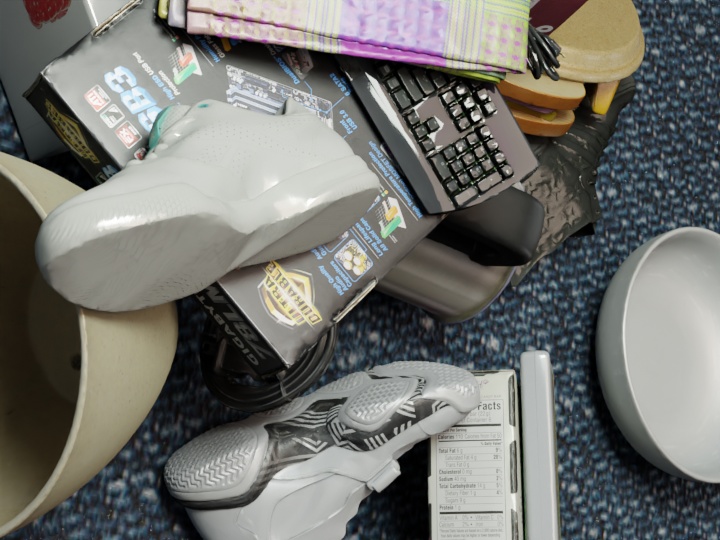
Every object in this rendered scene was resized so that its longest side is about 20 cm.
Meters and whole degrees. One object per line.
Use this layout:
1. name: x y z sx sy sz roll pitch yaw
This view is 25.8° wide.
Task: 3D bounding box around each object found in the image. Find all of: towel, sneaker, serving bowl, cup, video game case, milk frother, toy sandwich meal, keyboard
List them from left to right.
1. cup: -0.177 0.033 0.825 0.143 0.199 0.202 -5 84 -60
2. sneaker: -0.084 -0.042 0.753 0.199 0.075 0.089 -16 65 -48
3. sneaker: -0.012 0.134 0.965 0.199 0.075 0.116 -19 106 -2
4. towel: -0.003 -0.181 0.833 0.199 0.023 0.145 7 81 -16
5. milk frother: 0.000 0.000 1.003 0.187 0.180 0.201 22 98 -34
6. keyboard: 0.041 -0.139 0.861 0.127 0.021 0.201 -32 94 -23
7. toy sandwich meal: 0.122 -0.184 1.170 0.204 0.070 0.206 17 40 -15
8. video game case: 0.124 0.161 1.068 0.182 0.022 0.202 40 48 -80
9. sneaker: 0.154 -0.071 1.196 0.199 0.060 0.105 -31 100 -34
10. serving bowl: 0.251 0.069 1.244 0.199 0.066 0.202 9 76 -38

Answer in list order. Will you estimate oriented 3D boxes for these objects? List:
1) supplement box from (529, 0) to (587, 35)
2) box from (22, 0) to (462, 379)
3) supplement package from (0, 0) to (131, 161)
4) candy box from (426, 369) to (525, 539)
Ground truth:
1. supplement box: 0.058 -0.245 1.022 0.108 0.061 0.201 -1 58 -50
2. box: -0.043 -0.081 0.850 0.198 0.050 0.200 -44 97 -24
3. supplement package: -0.152 -0.184 0.916 0.119 0.121 0.201 -23 96 -40
4. candy box: 0.078 0.176 1.026 0.136 0.061 0.202 63 27 -72
